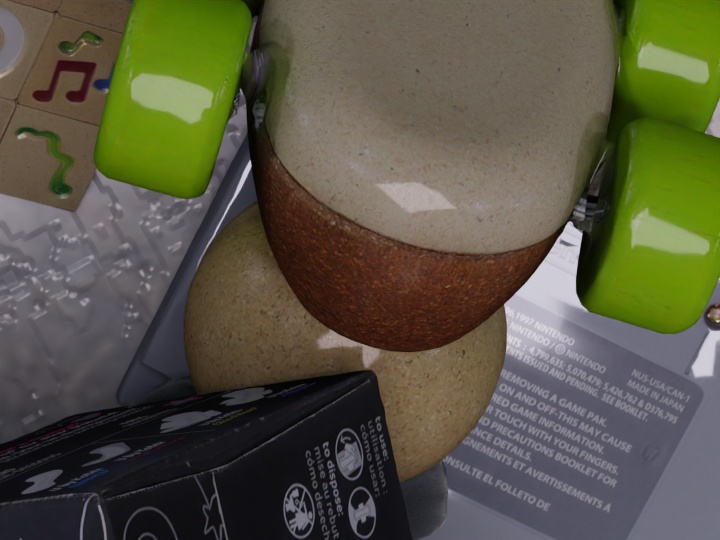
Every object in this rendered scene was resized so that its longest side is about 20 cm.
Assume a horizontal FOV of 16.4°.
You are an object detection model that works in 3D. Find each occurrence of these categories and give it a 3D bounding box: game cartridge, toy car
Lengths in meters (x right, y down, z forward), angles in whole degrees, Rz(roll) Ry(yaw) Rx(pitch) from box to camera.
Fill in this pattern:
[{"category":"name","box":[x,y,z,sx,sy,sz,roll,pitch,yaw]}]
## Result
[{"category":"game cartridge","box":[0.039,0.027,0.802,0.200,0.040,0.134,27,103,-9]},{"category":"toy car","box":[0.000,0.000,0.730,0.164,0.158,0.200,16,129,-5]}]

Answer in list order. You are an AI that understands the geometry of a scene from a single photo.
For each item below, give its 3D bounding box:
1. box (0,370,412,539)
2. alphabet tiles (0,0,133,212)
[{"category":"box","box":[-0.051,0.141,0.642,0.114,0.132,0.201,-9,96,32]},{"category":"alphabet tiles","box":[-0.135,-0.090,0.732,0.166,0.006,0.200,15,121,-25]}]
